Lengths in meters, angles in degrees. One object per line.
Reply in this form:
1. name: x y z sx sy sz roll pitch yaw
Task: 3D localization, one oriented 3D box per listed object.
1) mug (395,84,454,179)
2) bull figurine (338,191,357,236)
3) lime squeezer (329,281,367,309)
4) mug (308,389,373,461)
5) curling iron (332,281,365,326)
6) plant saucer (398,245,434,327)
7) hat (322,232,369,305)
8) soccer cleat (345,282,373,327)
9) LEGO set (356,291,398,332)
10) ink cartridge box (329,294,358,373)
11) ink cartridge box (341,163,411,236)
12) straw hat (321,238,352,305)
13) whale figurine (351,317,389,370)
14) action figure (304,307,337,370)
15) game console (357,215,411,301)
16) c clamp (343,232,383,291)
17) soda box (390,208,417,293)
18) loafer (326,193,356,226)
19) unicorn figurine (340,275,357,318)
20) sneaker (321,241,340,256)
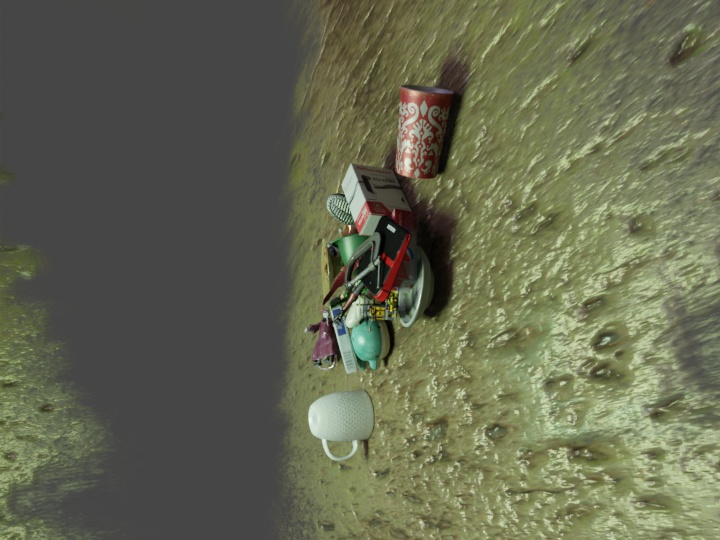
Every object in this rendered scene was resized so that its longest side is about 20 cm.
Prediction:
1. mug: 0.160 -0.341 1.489 0.131 0.177 0.205 17 114 26
2. bull figurine: -0.022 -0.186 1.912 0.121 0.063 0.206 -139 56 -64
3. lime squeezer: -0.009 0.046 1.668 0.038 0.199 0.071 42 165 34
4. mug: -0.063 0.474 1.849 0.147 0.171 0.206 147 120 -61
5. curling iron: -0.011 0.068 1.615 0.202 0.025 0.050 -54 20 9
6. plant saucer: 0.145 0.043 1.522 0.200 0.049 0.206 -171 89 -79
7. hat: 0.000 0.000 1.701 0.165 0.195 0.181 25 -124 -72
8. soccer cleat: 0.009 0.067 1.725 0.202 0.077 0.069 -55 25 -1
9. LEGO set: 0.044 0.065 1.614 0.200 0.112 0.159 -65 -21 -77
10. ink cartridge box: -0.055 0.190 1.859 0.200 0.039 0.205 -115 10 -81
11. ink cartridge box: 0.045 -0.192 1.667 0.085 0.141 0.203 -61 37 40
12. straw hat: -0.066 0.004 1.809 0.201 0.083 0.208 176 90 -80
13. whale figurine: 0.013 0.218 1.777 0.201 0.101 0.162 119 142 -50
14. action figure: -0.111 0.226 2.096 0.149 0.130 0.205 51 -143 -58
15. game console: 0.057 -0.032 1.498 0.180 0.030 0.200 -65 22 9
16. c clamp: 0.005 -0.009 1.525 0.199 0.027 0.175 -33 41 55
17. soda box: 0.103 -0.051 1.523 0.070 0.062 0.205 117 158 -57
18. loafer: -0.008 -0.166 1.745 0.076 0.196 0.070 -61 13 20
19. unicorn figurine: -0.002 0.059 1.812 0.138 0.072 0.203 -55 -15 -39
20. sneaker: -0.052 -0.044 1.882 0.198 0.127 0.082 163 120 -67
